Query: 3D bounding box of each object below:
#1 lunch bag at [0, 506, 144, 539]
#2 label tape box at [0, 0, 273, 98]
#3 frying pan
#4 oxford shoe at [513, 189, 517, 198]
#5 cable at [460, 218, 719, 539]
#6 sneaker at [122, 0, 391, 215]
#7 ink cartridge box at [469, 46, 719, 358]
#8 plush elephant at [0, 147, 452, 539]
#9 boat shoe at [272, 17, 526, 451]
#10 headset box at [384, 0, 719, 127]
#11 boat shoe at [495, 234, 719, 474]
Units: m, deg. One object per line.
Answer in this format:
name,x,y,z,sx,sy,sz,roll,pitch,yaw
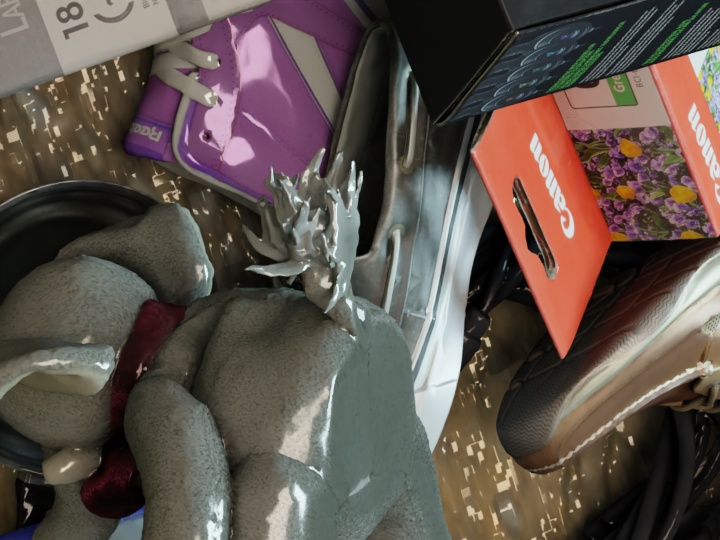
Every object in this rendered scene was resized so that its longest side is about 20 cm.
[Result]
lunch bag,-0.079,0.184,1.090,0.170,0.127,0.201,-18,93,-27
label tape box,-0.132,-0.136,1.033,0.199,0.063,0.145,-19,102,3
frying pan,-0.103,0.056,1.117,0.115,0.031,0.191,-14,109,-16
oxford shoe,0.060,-0.133,1.162,0.074,0.071,0.201,-20,103,-45
cable,0.065,0.065,1.176,0.200,0.051,0.164,-24,100,-18
sneaker,-0.061,-0.103,1.102,0.114,0.073,0.201,-43,108,-11
ink cartridge box,0.110,-0.073,1.119,0.109,0.050,0.200,64,38,-36
plush elephant,-0.068,0.054,1.016,0.165,0.154,0.201,-35,124,-58
boat shoe,0.000,0.000,1.101,0.071,0.072,0.201,13,92,-29
headset box,0.084,-0.162,1.025,0.199,0.093,0.175,-18,78,-21
boat shoe,0.140,0.022,1.151,0.200,0.076,0.072,-37,102,-20
